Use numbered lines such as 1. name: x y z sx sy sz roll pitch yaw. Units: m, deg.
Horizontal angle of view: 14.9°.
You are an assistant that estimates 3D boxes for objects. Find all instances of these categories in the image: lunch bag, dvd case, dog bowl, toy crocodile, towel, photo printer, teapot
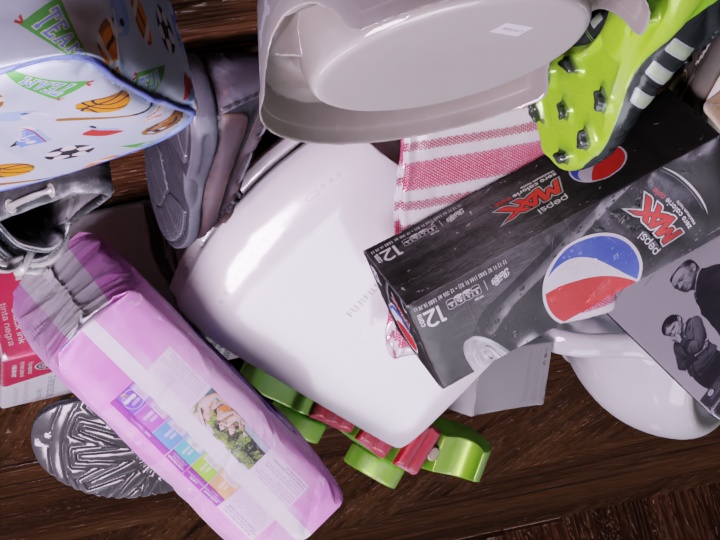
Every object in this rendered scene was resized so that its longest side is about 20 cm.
1. lunch bag: -0.171 -0.090 1.256 0.160 0.076 0.200 -15 168 12
2. dvd case: 0.223 -0.009 1.698 0.025 0.200 0.150 33 98 -30
3. dog bowl: 0.040 -0.126 1.355 0.200 0.059 0.200 -14 166 -4
4. toy crocodile: 0.001 0.090 1.746 0.200 0.068 0.062 32 178 -39
5. towel: 0.085 -0.047 1.556 0.146 0.030 0.200 -10 125 -19
6. photo printer: 0.000 0.000 1.609 0.200 0.069 0.166 33 108 -35
7. teapot: 0.199 0.020 1.959 0.146 0.198 0.200 16 155 23

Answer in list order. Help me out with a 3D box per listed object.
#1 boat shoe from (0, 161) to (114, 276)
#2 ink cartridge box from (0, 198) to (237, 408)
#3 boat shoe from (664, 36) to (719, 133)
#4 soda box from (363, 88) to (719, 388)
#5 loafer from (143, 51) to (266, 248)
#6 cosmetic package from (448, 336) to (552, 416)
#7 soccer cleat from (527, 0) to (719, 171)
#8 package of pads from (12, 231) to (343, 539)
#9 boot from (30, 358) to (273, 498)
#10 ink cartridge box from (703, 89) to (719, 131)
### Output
1. boat shoe: -0.187 -0.031 1.495 0.074 0.068 0.199 -3 164 -39
2. ink cartridge box: -0.134 0.013 1.709 0.200 0.083 0.145 -12 167 -10
3. boat shoe: 0.209 -0.113 1.572 0.072 0.060 0.202 -29 160 -14
4. soda box: 0.109 -0.019 1.520 0.200 0.071 0.063 -29 125 -6
5. loafer: -0.076 -0.065 1.481 0.063 0.072 0.200 -16 165 -13
6. cosmetic package: 0.026 0.046 1.876 0.200 0.051 0.083 18 -163 37
7. soccer cleat: 0.151 -0.119 1.444 0.081 0.068 0.200 -14 154 -28
8. package of pads: -0.107 0.073 1.587 0.076 0.200 0.121 -43 -153 1
9. boot: -0.131 0.089 1.837 0.165 0.066 0.200 6 -163 -4
10. ink cartridge box: 0.302 -0.115 1.519 0.200 0.075 0.165 -41 162 11
